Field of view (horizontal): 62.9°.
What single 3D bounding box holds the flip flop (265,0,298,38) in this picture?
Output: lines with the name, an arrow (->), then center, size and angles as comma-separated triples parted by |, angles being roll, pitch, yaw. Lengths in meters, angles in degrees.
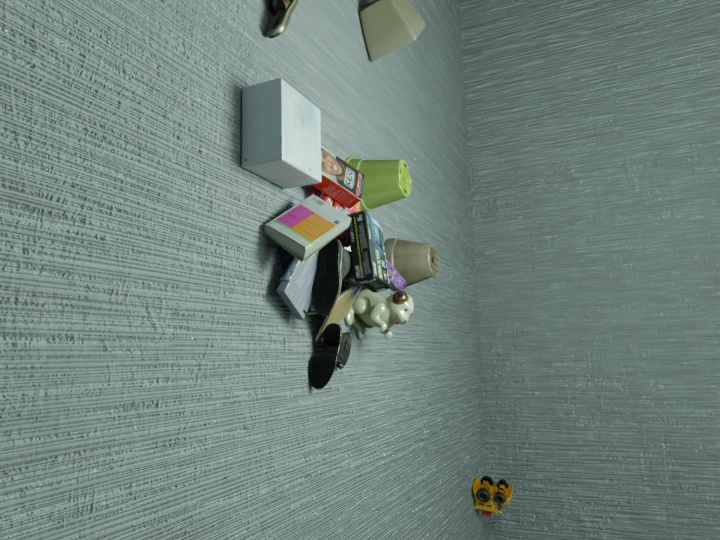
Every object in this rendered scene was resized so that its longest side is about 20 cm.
flip flop -> -0.217, -0.702, 1.565 | 0.057, 0.080, 0.203 | 38, 54, -39

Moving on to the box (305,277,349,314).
box -> -0.098, 0.062, 1.669 | 0.200, 0.063, 0.071 | -33, 115, -65

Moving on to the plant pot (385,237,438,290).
plant pot -> 0.197, -0.032, 2.232 | 0.199, 0.171, 0.204 | -7, 90, -66

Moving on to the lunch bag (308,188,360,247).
lunch bag -> -0.084, -0.173, 1.720 | 0.176, 0.081, 0.202 | 46, 40, -31

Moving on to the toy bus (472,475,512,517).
toy bus -> 0.692, 1.202, 3.082 | 0.136, 0.197, 0.195 | -36, 125, -62

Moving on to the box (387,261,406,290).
box -> 0.071, -0.022, 1.927 | 0.200, 0.039, 0.137 | 49, 1, 10

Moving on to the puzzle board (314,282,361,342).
puzzle board -> -0.058, 0.107, 1.694 | 0.200, 0.017, 0.152 | -39, 158, -58

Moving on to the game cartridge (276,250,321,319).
game cartridge -> -0.144, 0.007, 1.525 | 0.130, 0.038, 0.202 | 59, 45, -44

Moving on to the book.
book -> -0.132, -0.117, 1.500 | 0.200, 0.133, 0.048 | -39, 156, -44

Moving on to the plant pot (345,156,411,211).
plant pot -> 0.065, -0.292, 1.966 | 0.199, 0.187, 0.204 | -5, 90, -66

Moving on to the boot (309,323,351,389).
boot -> -0.072, 0.254, 1.681 | 0.174, 0.068, 0.203 | 61, 46, -66

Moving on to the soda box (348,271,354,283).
soda box -> 0.000, 0.000, 1.832 | 0.200, 0.063, 0.070 | 55, 23, -77

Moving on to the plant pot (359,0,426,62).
plant pot -> 0.107, -0.937, 2.217 | 0.178, 0.198, 0.201 | 59, 33, -25

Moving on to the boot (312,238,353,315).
boot -> -0.060, 0.026, 1.586 | 0.138, 0.076, 0.203 | 27, 73, -66

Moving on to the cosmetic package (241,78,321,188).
cosmetic package -> -0.193, -0.333, 1.468 | 0.199, 0.121, 0.203 | 16, 70, -63

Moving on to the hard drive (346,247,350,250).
hard drive -> -0.059, -0.084, 1.836 | 0.201, 0.025, 0.133 | -67, 143, -47

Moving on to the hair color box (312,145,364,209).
hair color box -> -0.085, -0.271, 1.664 | 0.198, 0.061, 0.103 | 29, 49, -28

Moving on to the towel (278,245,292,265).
towel -> -0.150, -0.048, 1.592 | 0.200, 0.048, 0.114 | 36, 53, -60

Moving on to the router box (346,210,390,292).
router box -> 0.024, -0.052, 1.677 | 0.150, 0.061, 0.203 | 30, 48, -65

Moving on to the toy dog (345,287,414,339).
toy dog -> 0.077, 0.127, 1.886 | 0.140, 0.197, 0.196 | 61, 33, -42
